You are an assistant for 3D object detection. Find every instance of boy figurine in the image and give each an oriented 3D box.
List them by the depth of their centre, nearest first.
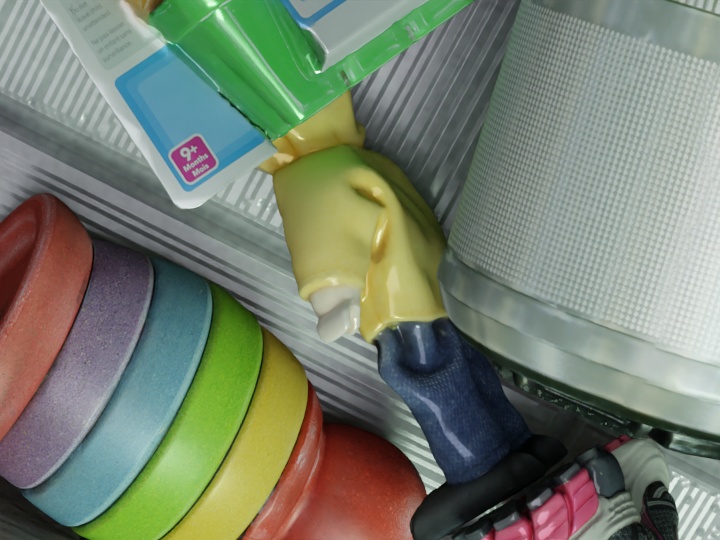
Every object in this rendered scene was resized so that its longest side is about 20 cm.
[{"bbox_3d":[0.000,0.000,0.865,0.064,0.124,0.201,-33,88,18],"label":"boy figurine"}]

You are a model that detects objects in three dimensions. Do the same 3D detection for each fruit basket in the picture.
[{"bbox_3d":[-0.042,-0.153,0.807,0.185,0.094,0.201,-35,101,-18],"label":"fruit basket"}]

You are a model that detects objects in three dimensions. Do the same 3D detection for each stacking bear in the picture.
[{"bbox_3d":[-0.063,0.067,0.892,0.199,0.122,0.114,31,109,-20],"label":"stacking bear"}]

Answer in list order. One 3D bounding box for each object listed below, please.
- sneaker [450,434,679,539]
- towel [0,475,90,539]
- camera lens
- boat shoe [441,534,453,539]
[{"bbox_3d":[0.083,0.111,0.862,0.080,0.200,0.075,-33,83,12],"label":"sneaker"},{"bbox_3d":[-0.147,0.103,0.879,0.199,0.133,0.035,27,100,-7],"label":"towel"},{"bbox_3d":[0.123,-0.047,0.801,0.159,0.160,0.202,16,100,-7],"label":"camera lens"},{"bbox_3d":[0.101,0.180,0.948,0.200,0.066,0.070,39,102,-13],"label":"boat shoe"}]
